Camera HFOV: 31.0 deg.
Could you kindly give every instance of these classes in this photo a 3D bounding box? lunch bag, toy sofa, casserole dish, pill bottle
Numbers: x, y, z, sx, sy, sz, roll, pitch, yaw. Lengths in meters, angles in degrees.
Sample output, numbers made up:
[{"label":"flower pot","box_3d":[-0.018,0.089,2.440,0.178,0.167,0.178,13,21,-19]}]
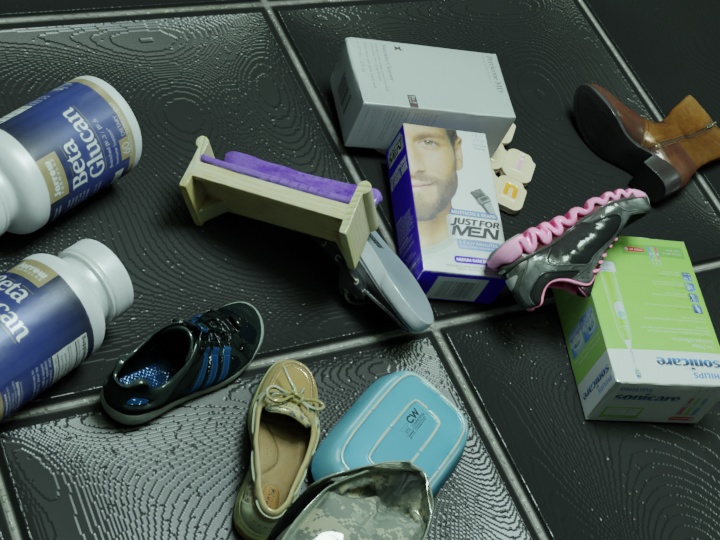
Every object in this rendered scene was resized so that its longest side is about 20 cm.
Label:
[{"label":"lunch bag","box_3d":[-0.031,0.259,1.112,0.117,0.164,0.200,38,48,4]},{"label":"toy sofa","box_3d":[-0.080,-0.083,1.360,0.199,0.083,0.098,17,66,16]},{"label":"casserole dish","box_3d":[0.037,0.175,1.285,0.121,0.039,0.200,42,48,3]},{"label":"pill bottle","box_3d":[-0.307,0.053,1.190,0.111,0.111,0.200,41,49,11]},{"label":"pill bottle","box_3d":[-0.325,-0.106,1.296,0.111,0.111,0.200,41,50,11]}]

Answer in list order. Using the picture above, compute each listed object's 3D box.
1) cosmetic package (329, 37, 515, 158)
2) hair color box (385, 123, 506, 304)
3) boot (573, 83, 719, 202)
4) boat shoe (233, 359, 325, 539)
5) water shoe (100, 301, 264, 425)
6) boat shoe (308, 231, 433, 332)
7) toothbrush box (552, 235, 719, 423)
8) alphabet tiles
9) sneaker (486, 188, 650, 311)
[{"label":"cosmetic package","box_3d":[0.074,-0.206,1.555,0.199,0.081,0.113,0,54,-21]},{"label":"hair color box","box_3d":[0.098,-0.066,1.478,0.109,0.065,0.201,5,57,-20]},{"label":"boot","box_3d":[0.395,-0.199,1.718,0.188,0.069,0.200,46,50,15]},{"label":"boat shoe","box_3d":[-0.072,0.163,1.238,0.073,0.063,0.201,16,50,-11]},{"label":"water shoe","box_3d":[-0.160,0.080,1.253,0.071,0.079,0.200,44,50,13]},{"label":"boat shoe","box_3d":[0.000,0.000,1.397,0.200,0.066,0.070,51,20,20]},{"label":"toothbrush box","box_3d":[0.311,0.064,1.464,0.145,0.086,0.201,3,52,-18]},{"label":"alphabet tiles","box_3d":[0.115,-0.143,1.588,0.199,0.015,0.196,25,51,-3]},{"label":"sneaker","box_3d":[0.240,-0.019,1.419,0.199,0.079,0.096,-26,80,-13]}]
